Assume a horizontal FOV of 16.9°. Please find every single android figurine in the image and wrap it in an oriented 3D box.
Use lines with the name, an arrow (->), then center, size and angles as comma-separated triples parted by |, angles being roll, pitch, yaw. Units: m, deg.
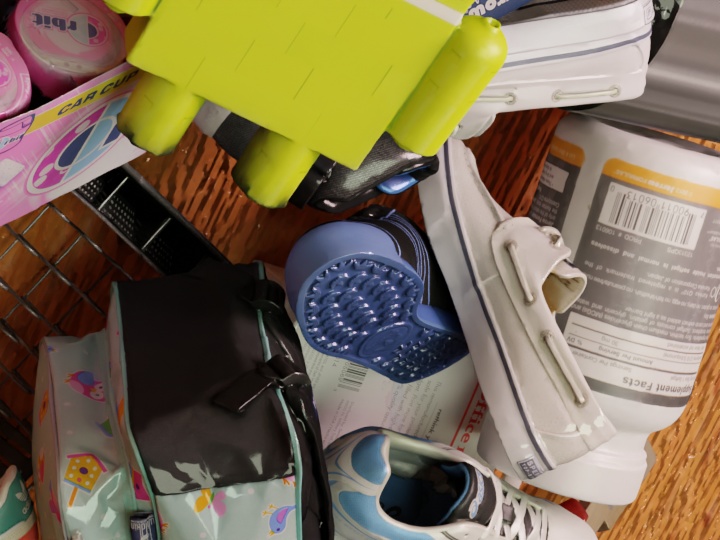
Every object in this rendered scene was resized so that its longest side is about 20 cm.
android figurine -> -0.021, -0.120, 1.069 | 0.182, 0.041, 0.200 | 26, 119, -22

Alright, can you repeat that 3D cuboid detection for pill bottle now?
pill bottle -> 0.137, 0.021, 1.348 | 0.116, 0.116, 0.200 | 10, 101, -35

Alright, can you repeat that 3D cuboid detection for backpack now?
backpack -> -0.087, 0.120, 1.231 | 0.153, 0.176, 0.200 | -15, 124, -4

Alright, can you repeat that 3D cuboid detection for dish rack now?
dish rack -> -0.170, 0.038, 1.277 | 0.200, 0.055, 0.153 | -47, 127, -4

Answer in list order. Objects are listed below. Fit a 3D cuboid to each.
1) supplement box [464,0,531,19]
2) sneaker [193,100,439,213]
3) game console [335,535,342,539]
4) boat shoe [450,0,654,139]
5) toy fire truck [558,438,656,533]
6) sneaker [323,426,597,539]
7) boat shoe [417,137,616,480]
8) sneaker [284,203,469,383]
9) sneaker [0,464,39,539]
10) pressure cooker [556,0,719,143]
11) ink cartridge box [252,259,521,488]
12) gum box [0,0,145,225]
supplement box -> -0.003, -0.235, 1.155 | 0.134, 0.200, 0.200 | -29, 125, -13
sneaker -> 0.014, -0.105, 1.266 | 0.112, 0.073, 0.200 | 44, 67, 0
game console -> 0.041, 0.233, 1.345 | 0.200, 0.118, 0.171 | 42, 87, -22
boat shoe -> 0.049, -0.095, 1.196 | 0.200, 0.074, 0.067 | -8, 116, -2
toy fire truck -> 0.124, 0.200, 1.512 | 0.200, 0.129, 0.176 | -29, 125, -5
sneaker -> 0.062, 0.138, 1.332 | 0.200, 0.072, 0.072 | 22, 63, -33
boat shoe -> 0.085, 0.009, 1.283 | 0.070, 0.200, 0.071 | -22, 155, 9
sneaker -> 0.000, 0.000, 1.255 | 0.070, 0.078, 0.200 | -29, 158, 7
sneaker -> -0.259, 0.130, 1.227 | 0.199, 0.070, 0.094 | 1, 115, -1
pressure cooker -> 0.192, -0.160, 1.329 | 0.200, 0.179, 0.176 | 10, 101, -31
ink cartridge box -> 0.010, 0.078, 1.399 | 0.200, 0.067, 0.117 | 17, 101, -36
gum box -> -0.150, -0.086, 1.147 | 0.200, 0.066, 0.114 | -32, 166, -43
